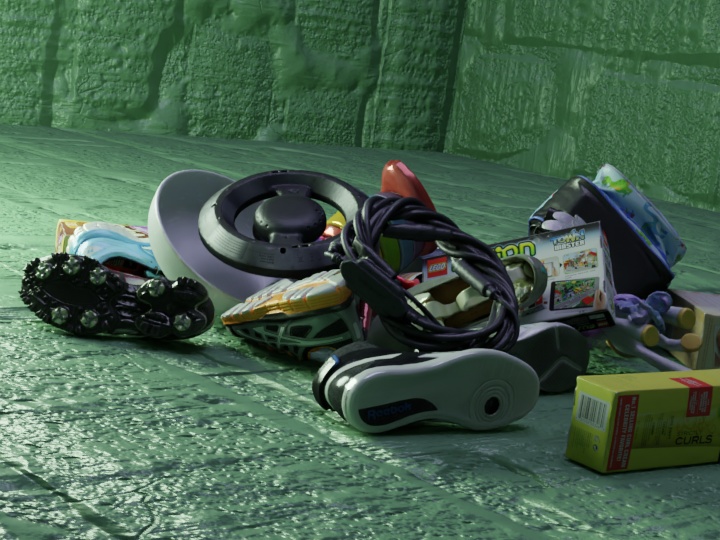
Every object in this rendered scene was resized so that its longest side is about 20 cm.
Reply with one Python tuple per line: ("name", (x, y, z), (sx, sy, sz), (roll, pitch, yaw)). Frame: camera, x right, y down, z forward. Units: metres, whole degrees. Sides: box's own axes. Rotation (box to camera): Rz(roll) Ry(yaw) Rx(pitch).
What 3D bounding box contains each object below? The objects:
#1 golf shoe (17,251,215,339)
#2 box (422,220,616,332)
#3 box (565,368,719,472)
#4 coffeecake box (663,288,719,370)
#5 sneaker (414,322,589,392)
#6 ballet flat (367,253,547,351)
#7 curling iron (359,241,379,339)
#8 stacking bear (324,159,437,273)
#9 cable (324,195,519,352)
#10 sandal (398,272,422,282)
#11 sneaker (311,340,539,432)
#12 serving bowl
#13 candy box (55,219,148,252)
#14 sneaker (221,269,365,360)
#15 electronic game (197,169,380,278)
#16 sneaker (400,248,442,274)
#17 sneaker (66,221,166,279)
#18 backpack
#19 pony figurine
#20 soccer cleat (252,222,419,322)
("golf shoe", (-0.242, 0.036, 1.469), (0.199, 0.078, 0.088), (11, -10, 8))
("box", (0.162, 0.021, 1.532), (0.199, 0.111, 0.035), (-11, -35, 20))
("box", (0.268, 0.128, 1.272), (0.199, 0.076, 0.050), (2, 11, -37))
("coffeecake box", (0.472, 0.080, 1.729), (0.199, 0.074, 0.154), (7, 9, -6))
("sneaker", (0.142, 0.081, 1.464), (0.199, 0.071, 0.080), (1, 9, -32))
("ballet flat", (0.093, 0.033, 1.485), (0.199, 0.068, 0.064), (-23, -10, 8))
("curling iron", (0.000, 0.000, 1.578), (0.049, 0.026, 0.201), (19, 53, -7))
("stacking bear", (-0.009, -0.029, 1.777), (0.199, 0.122, 0.114), (-29, 65, -31))
("cable", (0.070, 0.010, 1.408), (0.200, 0.051, 0.163), (36, 39, 11))
("sandal", (0.089, 0.034, 1.735), (0.079, 0.060, 0.206), (2, 11, -33))
("sneaker", (0.052, 0.093, 1.302), (0.199, 0.074, 0.112), (1, 13, -30))
("serving bowl", (-0.156, -0.017, 1.633), (0.199, 0.066, 0.201), (29, 34, -22))
("candy box", (-0.265, -0.019, 1.778), (0.199, 0.057, 0.117), (4, 11, -16))
("sneaker", (-0.070, 0.054, 1.465), (0.078, 0.078, 0.200), (-36, 16, -32))
("electronic game", (-0.076, -0.052, 1.585), (0.199, 0.042, 0.200), (2, 33, -1))
("sneaker", (0.130, 0.019, 1.804), (0.201, 0.077, 0.146), (10, 7, 8))
("sneaker", (-0.233, 0.006, 1.671), (0.199, 0.079, 0.090), (5, 32, -22))
("backpack", (0.299, -0.020, 1.788), (0.183, 0.147, 0.200), (48, -9, 11))
("pony figurine", (0.265, 0.052, 1.584), (0.193, 0.167, 0.200), (40, -14, -33))
("soccer cleat", (-0.026, -0.011, 1.634), (0.199, 0.073, 0.068), (34, 34, -6))
